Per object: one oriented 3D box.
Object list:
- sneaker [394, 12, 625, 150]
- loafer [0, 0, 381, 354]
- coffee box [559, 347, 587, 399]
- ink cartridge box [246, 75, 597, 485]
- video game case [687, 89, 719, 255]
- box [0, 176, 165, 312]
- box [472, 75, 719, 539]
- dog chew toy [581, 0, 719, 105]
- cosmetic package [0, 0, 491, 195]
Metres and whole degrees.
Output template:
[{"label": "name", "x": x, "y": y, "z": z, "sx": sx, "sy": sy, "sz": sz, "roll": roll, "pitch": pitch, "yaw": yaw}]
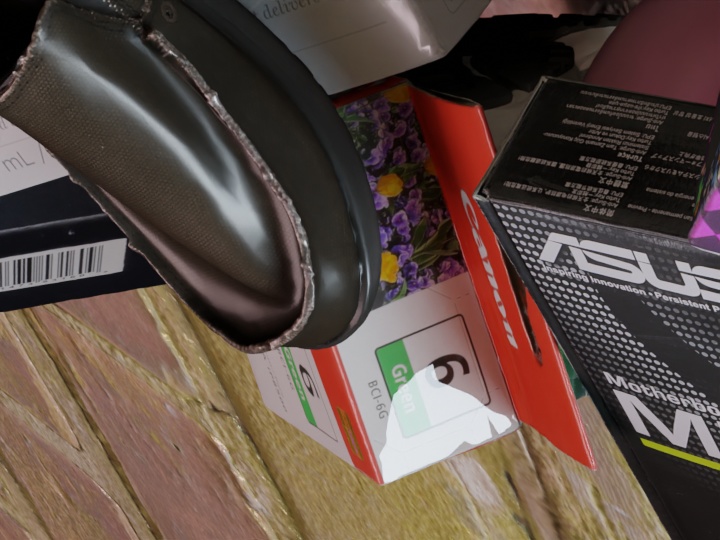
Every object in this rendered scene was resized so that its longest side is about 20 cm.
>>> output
[{"label": "sneaker", "x": 0.047, "y": -0.041, "z": 0.910, "sx": 0.200, "sy": 0.074, "sz": 0.080, "roll": -49, "pitch": -45, "yaw": -71}, {"label": "loafer", "x": -0.074, "y": -0.052, "z": 0.737, "sx": 0.200, "sy": 0.071, "sz": 0.073, "roll": 52, "pitch": 136, "yaw": -6}, {"label": "coffee box", "x": 0.029, "y": -0.048, "z": 1.127, "sx": 0.200, "sy": 0.044, "sz": 0.123, "roll": 40, "pitch": 159, "yaw": 27}, {"label": "ink cartridge box", "x": 0.000, "y": 0.000, "z": 0.814, "sx": 0.200, "sy": 0.050, "sz": 0.109, "roll": -154, "pitch": 44, "yaw": -73}, {"label": "video game case", "x": 0.119, "y": -0.115, "z": 0.560, "sx": 0.036, "sy": 0.182, "sz": 0.200, "roll": 17, "pitch": 158, "yaw": 1}, {"label": "box", "x": -0.148, "y": -0.093, "z": 1.088, "sx": 0.123, "sy": 0.199, "sz": 0.199, "roll": 114, "pitch": 144, "yaw": -73}, {"label": "box", "x": 0.149, "y": 0.041, "z": 0.695, "sx": 0.200, "sy": 0.048, "sz": 0.193, "roll": 14, "pitch": 153, "yaw": 34}, {"label": "dog chew toy", "x": 0.155, "y": -0.008, "z": 0.787, "sx": 0.200, "sy": 0.125, "sz": 0.125, "roll": 32, "pitch": 156, "yaw": 27}, {"label": "cosmetic package", "x": -0.075, "y": -0.148, "z": 0.810, "sx": 0.199, "sy": 0.123, "sz": 0.200, "roll": -15, "pitch": 115, "yaw": 38}]
